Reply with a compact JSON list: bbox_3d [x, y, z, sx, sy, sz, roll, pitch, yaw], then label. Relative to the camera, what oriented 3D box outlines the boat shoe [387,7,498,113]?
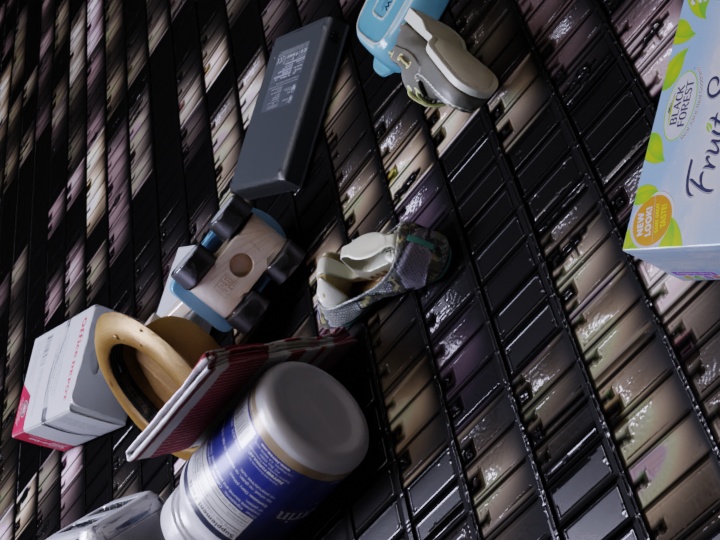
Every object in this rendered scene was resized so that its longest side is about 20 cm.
[{"bbox_3d":[0.072,-0.183,1.221,0.060,0.072,0.202,-59,23,19],"label":"boat shoe"}]

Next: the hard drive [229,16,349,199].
[{"bbox_3d":[-0.085,-0.184,1.526,0.139,0.033,0.201,-5,66,59],"label":"hard drive"}]

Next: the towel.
[{"bbox_3d":[-0.107,0.111,1.201,0.144,0.200,0.023,-49,65,29],"label":"towel"}]

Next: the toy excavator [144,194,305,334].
[{"bbox_3d":[-0.164,0.019,1.444,0.195,0.100,0.200,-53,11,-7],"label":"toy excavator"}]

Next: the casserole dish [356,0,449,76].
[{"bbox_3d":[0.054,-0.297,1.366,0.200,0.039,0.121,-61,28,13],"label":"casserole dish"}]

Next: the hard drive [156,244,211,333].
[{"bbox_3d":[-0.213,0.067,1.575,0.132,0.026,0.201,-5,65,59],"label":"hard drive"}]

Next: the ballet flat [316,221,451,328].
[{"bbox_3d":[0.000,0.000,1.213,0.200,0.072,0.072,-27,48,50],"label":"ballet flat"}]

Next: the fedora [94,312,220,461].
[{"bbox_3d":[-0.193,0.112,1.398,0.082,0.201,0.200,-40,12,-34],"label":"fedora"}]

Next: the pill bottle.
[{"bbox_3d":[-0.091,0.183,1.187,0.200,0.116,0.116,-48,34,31],"label":"pill bottle"}]

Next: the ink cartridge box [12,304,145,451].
[{"bbox_3d":[-0.365,0.143,1.718,0.200,0.083,0.146,-24,50,51],"label":"ink cartridge box"}]

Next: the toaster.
[{"bbox_3d":[-0.226,0.294,1.274,0.200,0.113,0.129,-25,93,56],"label":"toaster"}]

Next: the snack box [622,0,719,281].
[{"bbox_3d":[0.264,-0.097,0.831,0.169,0.068,0.201,-2,67,59],"label":"snack box"}]
